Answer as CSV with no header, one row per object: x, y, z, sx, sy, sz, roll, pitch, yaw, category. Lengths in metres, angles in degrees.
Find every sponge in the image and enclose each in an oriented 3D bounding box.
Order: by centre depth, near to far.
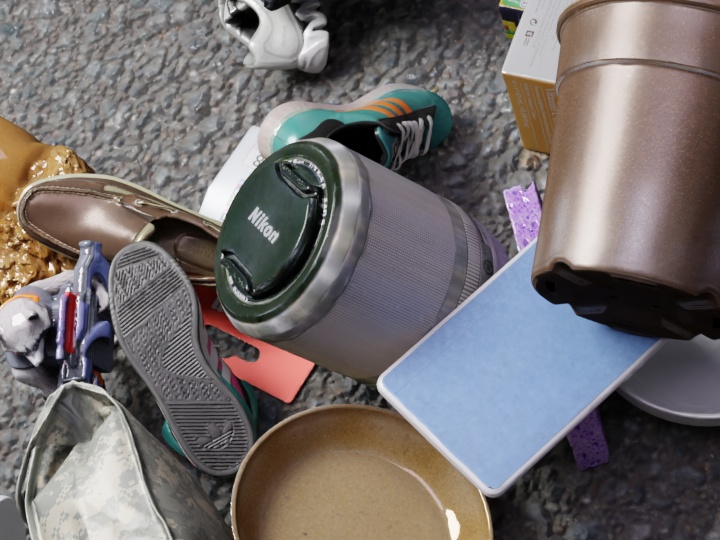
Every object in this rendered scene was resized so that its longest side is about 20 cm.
0.154,0.043,1.459,0.030,0.112,0.201,-16,60,8,sponge

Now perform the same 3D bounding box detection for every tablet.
0.124,0.062,1.379,0.200,0.014,0.130,-41,66,-15,tablet

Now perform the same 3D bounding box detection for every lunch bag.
-0.162,0.193,1.363,0.117,0.164,0.200,-32,48,6,lunch bag

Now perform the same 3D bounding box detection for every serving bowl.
0.267,0.036,1.457,0.199,0.066,0.201,-4,62,7,serving bowl

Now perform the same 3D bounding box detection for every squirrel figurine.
-0.319,-0.027,1.608,0.199,0.142,0.187,20,76,26,squirrel figurine

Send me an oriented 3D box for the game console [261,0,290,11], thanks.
-0.015,-0.319,1.643,0.171,0.118,0.200,48,52,11,game console

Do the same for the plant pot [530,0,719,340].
0.216,-0.065,1.327,0.199,0.200,0.199,10,75,19,plant pot

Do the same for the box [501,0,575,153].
0.231,-0.150,1.534,0.199,0.125,0.098,14,67,21,box

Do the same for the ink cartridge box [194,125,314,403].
-0.074,-0.010,1.584,0.162,0.057,0.200,24,67,24,ink cartridge box

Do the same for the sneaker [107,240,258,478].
-0.139,0.078,1.502,0.083,0.121,0.201,-24,80,-7,sneaker

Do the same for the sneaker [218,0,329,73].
-0.095,-0.259,1.694,0.081,0.075,0.201,-12,56,-19,sneaker

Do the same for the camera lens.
0.000,0.000,1.445,0.160,0.200,0.161,-28,51,40,camera lens

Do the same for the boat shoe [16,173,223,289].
-0.181,-0.032,1.526,0.201,0.075,0.075,12,97,-8,boat shoe

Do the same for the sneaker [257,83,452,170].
0.013,-0.105,1.549,0.199,0.072,0.080,-13,34,-40,sneaker

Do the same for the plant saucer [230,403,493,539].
-0.001,0.194,1.394,0.199,0.036,0.201,7,52,-10,plant saucer

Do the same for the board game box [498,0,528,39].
0.243,-0.261,1.629,0.199,0.057,0.166,16,69,21,board game box

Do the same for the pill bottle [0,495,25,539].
-0.377,0.214,1.506,0.199,0.113,0.113,5,64,17,pill bottle

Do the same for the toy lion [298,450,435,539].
-0.003,0.236,1.433,0.191,0.069,0.201,9,65,11,toy lion

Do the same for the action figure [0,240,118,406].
-0.241,0.088,1.489,0.104,0.194,0.201,-4,62,13,action figure
